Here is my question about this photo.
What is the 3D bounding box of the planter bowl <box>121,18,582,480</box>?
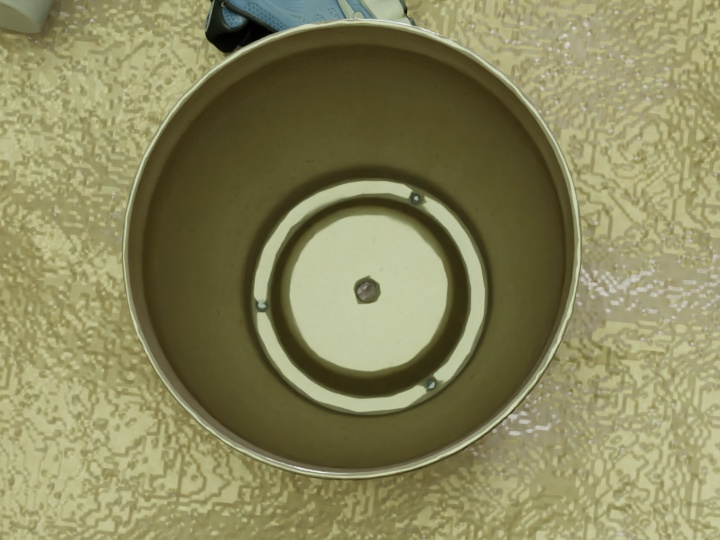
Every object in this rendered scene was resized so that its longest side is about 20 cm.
[{"bbox_3d":[0.000,0.000,1.291,0.199,0.135,0.202,-1,81,4],"label":"planter bowl"}]

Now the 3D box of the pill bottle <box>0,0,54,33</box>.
[{"bbox_3d":[-0.153,-0.221,1.361,0.111,0.111,0.201,20,82,9],"label":"pill bottle"}]

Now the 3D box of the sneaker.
[{"bbox_3d":[-0.044,-0.151,1.355,0.089,0.079,0.201,-27,78,-3],"label":"sneaker"}]
